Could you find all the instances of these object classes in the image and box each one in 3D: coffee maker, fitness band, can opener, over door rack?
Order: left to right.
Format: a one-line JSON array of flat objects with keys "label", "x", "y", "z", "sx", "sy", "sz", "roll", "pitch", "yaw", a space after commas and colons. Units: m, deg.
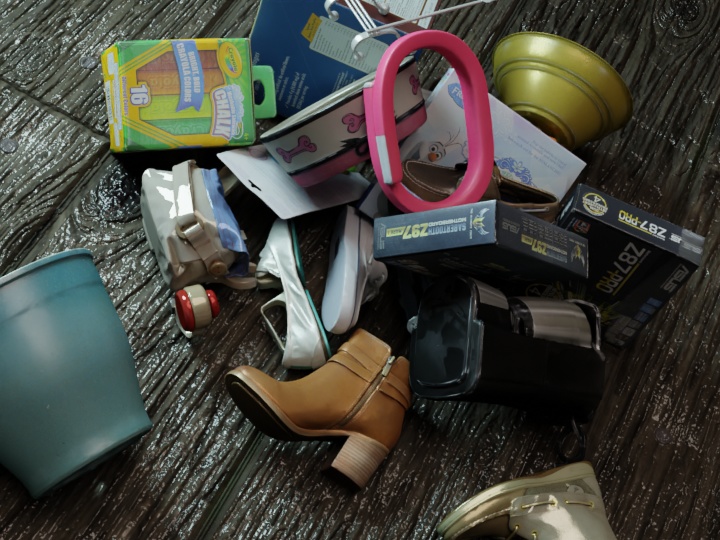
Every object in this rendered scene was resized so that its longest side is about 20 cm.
[{"label": "over door rack", "x": 0.051, "y": -0.326, "z": 1.416, "sx": 0.199, "sy": 0.067, "sz": 0.148, "roll": -25, "pitch": 63, "yaw": -11}, {"label": "can opener", "x": 0.067, "y": 0.004, "z": 1.443, "sx": 0.079, "sy": 0.063, "sz": 0.201, "roll": -24, "pitch": 96, "yaw": -70}, {"label": "fitness band", "x": 0.075, "y": -0.154, "z": 1.326, "sx": 0.143, "sy": 0.037, "sz": 0.201, "roll": -12, "pitch": 99, "yaw": -30}, {"label": "coffee maker", "x": 0.166, "y": 0.109, "z": 1.362, "sx": 0.199, "sy": 0.135, "sz": 0.193, "roll": 10, "pitch": 55, "yaw": -35}]

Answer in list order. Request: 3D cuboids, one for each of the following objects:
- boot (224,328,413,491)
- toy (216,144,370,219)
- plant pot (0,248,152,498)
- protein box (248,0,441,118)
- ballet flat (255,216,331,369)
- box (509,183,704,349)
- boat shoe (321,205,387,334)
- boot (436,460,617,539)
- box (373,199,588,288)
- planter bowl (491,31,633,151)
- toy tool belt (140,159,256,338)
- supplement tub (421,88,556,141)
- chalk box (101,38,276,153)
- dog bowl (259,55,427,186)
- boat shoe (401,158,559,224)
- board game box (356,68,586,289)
[{"label": "boot", "x": -0.037, "y": 0.122, "z": 1.336, "sx": 0.200, "sy": 0.074, "sz": 0.155, "roll": 39, "pitch": 64, "yaw": -17}, {"label": "toy", "x": -0.077, "y": -0.101, "z": 1.476, "sx": 0.115, "sy": 0.047, "sz": 0.200, "roll": 43, "pitch": 34, "yaw": 18}, {"label": "plant pot", "x": -0.305, "y": 0.110, "z": 1.215, "sx": 0.200, "sy": 0.200, "sz": 0.189, "roll": -30, "pitch": 86, "yaw": -31}, {"label": "protein box", "x": -0.027, "y": -0.287, "z": 1.543, "sx": 0.199, "sy": 0.199, "sz": 0.135, "roll": 23, "pitch": 47, "yaw": -2}, {"label": "ballet flat", "x": -0.087, "y": 0.024, "z": 1.416, "sx": 0.069, "sy": 0.070, "sz": 0.201, "roll": -5, "pitch": 61, "yaw": -21}, {"label": "box", "x": 0.286, "y": -0.001, "z": 1.465, "sx": 0.160, "sy": 0.200, "sz": 0.049, "roll": 23, "pitch": 54, "yaw": -4}, {"label": "boat shoe", "x": 0.000, "y": 0.000, "z": 1.435, "sx": 0.065, "sy": 0.074, "sz": 0.201, "roll": 20, "pitch": 43, "yaw": -13}, {"label": "boot", "x": 0.193, "y": 0.299, "z": 1.320, "sx": 0.199, "sy": 0.072, "sz": 0.155, "roll": -12, "pitch": 65, "yaw": -25}, {"label": "box", "x": 0.133, "y": -0.023, "z": 1.348, "sx": 0.200, "sy": 0.157, "sz": 0.051, "roll": 16, "pitch": 71, "yaw": -51}, {"label": "planter bowl", "x": 0.244, "y": -0.210, "z": 1.604, "sx": 0.200, "sy": 0.201, "sz": 0.084, "roll": 29, "pitch": 69, "yaw": 2}, {"label": "toy tool belt", "x": -0.165, "y": -0.032, "z": 1.385, "sx": 0.122, "sy": 0.125, "sz": 0.201, "roll": -13, "pitch": 60, "yaw": -18}, {"label": "supplement tub", "x": 0.138, "y": -0.147, "z": 1.559, "sx": 0.199, "sy": 0.123, "sz": 0.123, "roll": 14, "pitch": 55, "yaw": -8}, {"label": "chalk box", "x": -0.192, "y": -0.205, "z": 1.458, "sx": 0.199, "sy": 0.124, "sz": 0.125, "roll": -6, "pitch": 96, "yaw": -19}, {"label": "dog bowl", "x": -0.012, "y": -0.165, "z": 1.406, "sx": 0.200, "sy": 0.200, "sz": 0.074, "roll": -34, "pitch": 102, "yaw": -33}, {"label": "boat shoe", "x": 0.134, "y": -0.094, "z": 1.416, "sx": 0.199, "sy": 0.073, "sz": 0.072, "roll": 17, "pitch": 38, "yaw": -17}, {"label": "board game box", "x": 0.131, "y": -0.102, "z": 1.481, "sx": 0.200, "sy": 0.043, "sz": 0.199, "roll": 34, "pitch": 96, "yaw": -10}]
